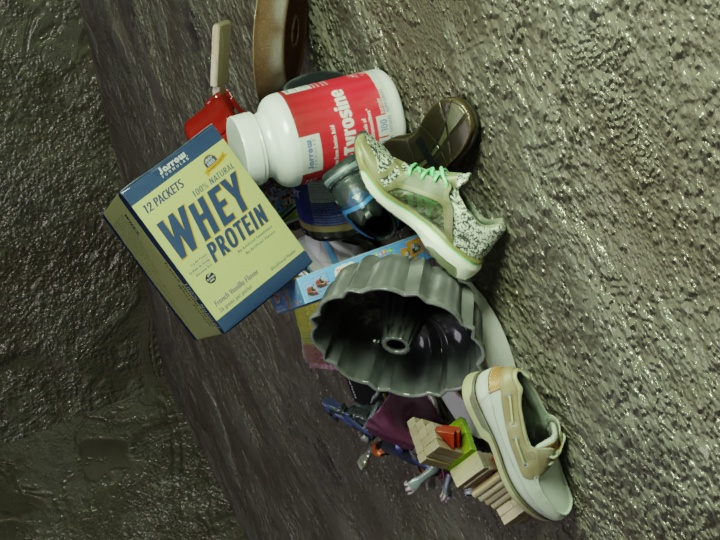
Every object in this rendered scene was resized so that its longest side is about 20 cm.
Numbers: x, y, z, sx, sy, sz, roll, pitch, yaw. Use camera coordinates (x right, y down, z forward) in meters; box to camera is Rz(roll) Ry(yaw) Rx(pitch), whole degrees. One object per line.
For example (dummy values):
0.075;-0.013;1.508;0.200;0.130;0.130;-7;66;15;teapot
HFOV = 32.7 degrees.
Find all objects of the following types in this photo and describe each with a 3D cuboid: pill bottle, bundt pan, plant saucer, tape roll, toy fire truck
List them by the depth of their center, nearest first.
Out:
0.047;0.055;1.366;0.203;0.199;0.076;94;-170;-52;bundt pan
-0.054;-0.164;1.464;0.112;0.198;0.114;164;90;-73;pill bottle
0.128;0.104;1.486;0.203;0.037;0.204;55;157;38;tape roll
-0.100;-0.312;1.598;0.200;0.036;0.203;7;-90;-83;plant saucer
-0.042;-0.150;1.601;0.112;0.111;0.202;41;146;57;pill bottle
-0.175;-0.213;1.627;0.201;0.128;0.176;54;-167;-3;toy fire truck

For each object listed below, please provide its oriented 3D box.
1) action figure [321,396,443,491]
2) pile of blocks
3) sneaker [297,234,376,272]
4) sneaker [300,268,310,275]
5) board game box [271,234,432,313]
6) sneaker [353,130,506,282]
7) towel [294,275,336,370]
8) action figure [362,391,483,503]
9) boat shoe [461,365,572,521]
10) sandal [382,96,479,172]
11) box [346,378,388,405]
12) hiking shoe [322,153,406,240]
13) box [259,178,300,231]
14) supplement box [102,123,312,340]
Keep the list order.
0.047;0.218;1.731;0.198;0.105;0.195;28;142;11;action figure
0.147;0.225;1.462;0.199;0.062;0.083;39;-151;-21;pile of blocks
-0.004;0.009;1.710;0.081;0.076;0.200;-45;79;25;sneaker
-0.042;0.073;1.755;0.200;0.075;0.089;45;115;17;sneaker
0.000;0.000;1.489;0.037;0.198;0.151;69;162;0;board game box
0.078;-0.087;1.311;0.200;0.089;0.077;44;-156;-6;sneaker
-0.003;0.073;1.665;0.198;0.023;0.145;2;118;25;towel
0.103;0.221;1.598;0.199;0.150;0.134;31;180;12;action figure
0.186;0.192;1.338;0.068;0.075;0.201;-19;114;35;boat shoe
0.081;-0.135;1.360;0.082;0.054;0.200;61;147;10;sandal
-0.001;0.102;1.853;0.202;0.049;0.160;69;161;4;box
0.015;-0.066;1.475;0.087;0.074;0.200;63;-166;21;hiking shoe
-0.122;-0.105;1.738;0.111;0.198;0.035;63;165;17;box
-0.187;-0.039;1.461;0.201;0.134;0.200;53;163;-6;supplement box
